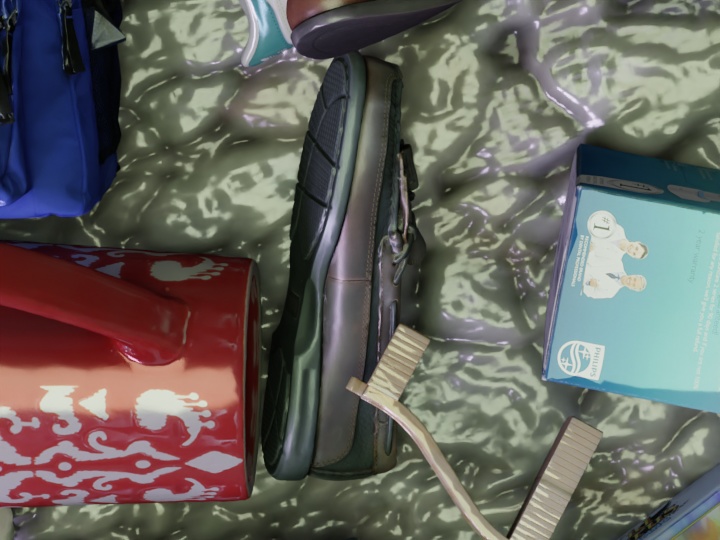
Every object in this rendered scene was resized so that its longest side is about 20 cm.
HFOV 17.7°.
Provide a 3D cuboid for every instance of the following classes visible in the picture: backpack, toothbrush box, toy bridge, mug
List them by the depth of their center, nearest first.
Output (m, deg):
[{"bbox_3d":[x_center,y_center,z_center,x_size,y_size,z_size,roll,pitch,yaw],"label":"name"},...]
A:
[{"bbox_3d":[0.181,0.011,0.980,0.199,0.146,0.086,9,100,3],"label":"toothbrush box"},{"bbox_3d":[-0.181,-0.122,0.985,0.162,0.168,0.201,-1,96,-3],"label":"backpack"},{"bbox_3d":[0.082,0.096,1.007,0.200,0.027,0.067,28,83,1],"label":"toy bridge"},{"bbox_3d":[-0.146,0.048,1.008,0.199,0.178,0.134,2,92,1],"label":"mug"}]

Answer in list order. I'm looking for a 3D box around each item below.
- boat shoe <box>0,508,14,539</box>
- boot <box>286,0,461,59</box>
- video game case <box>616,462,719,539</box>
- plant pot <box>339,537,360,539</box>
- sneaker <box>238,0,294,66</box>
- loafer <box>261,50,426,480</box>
[{"bbox_3d":[-0.260,0.136,1.085,0.199,0.072,0.069,-3,120,-1],"label":"boat shoe"},{"bbox_3d":[-0.005,-0.200,0.952,0.068,0.188,0.200,-19,101,46],"label":"boot"},{"bbox_3d":[0.153,0.219,1.044,0.181,0.045,0.200,-35,94,-6],"label":"video game case"},{"bbox_3d":[-0.072,0.215,1.023,0.195,0.200,0.201,-15,97,-1],"label":"plant pot"},{"bbox_3d":[-0.083,-0.177,1.013,0.093,0.070,0.200,-43,96,4],"label":"sneaker"},{"bbox_3d":[0.000,0.000,1.043,0.063,0.072,0.201,6,107,-16],"label":"loafer"}]
